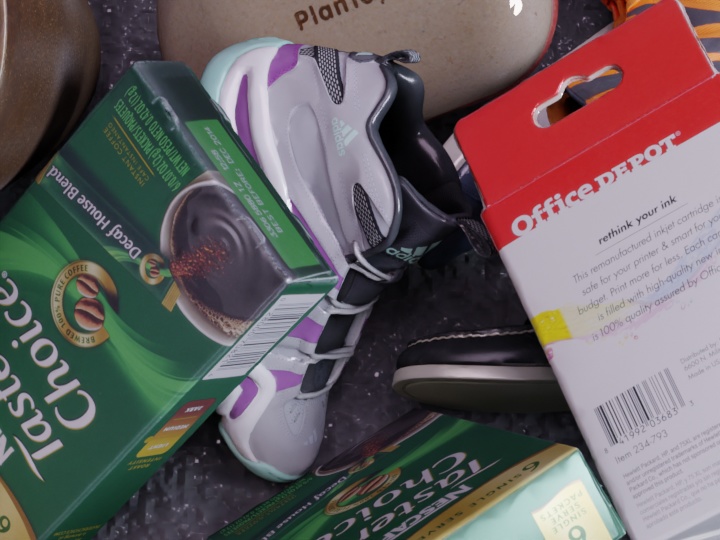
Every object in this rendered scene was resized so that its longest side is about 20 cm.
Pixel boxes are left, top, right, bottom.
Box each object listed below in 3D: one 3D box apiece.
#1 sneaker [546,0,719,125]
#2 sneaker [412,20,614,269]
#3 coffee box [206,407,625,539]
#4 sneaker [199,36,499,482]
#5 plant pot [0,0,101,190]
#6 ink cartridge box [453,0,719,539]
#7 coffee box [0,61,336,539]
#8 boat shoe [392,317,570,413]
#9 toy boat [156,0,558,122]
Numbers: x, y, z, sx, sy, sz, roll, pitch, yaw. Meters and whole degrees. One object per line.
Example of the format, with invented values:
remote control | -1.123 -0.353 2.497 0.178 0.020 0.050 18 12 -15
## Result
sneaker | 0.125 -0.110 0.941 0.111 0.078 0.201 -24 51 -8
sneaker | 0.110 -0.052 0.987 0.199 0.075 0.085 -38 68 -15
coffee box | 0.016 0.110 0.854 0.122 0.200 0.044 -31 100 -13
sneaker | 0.000 0.000 0.906 0.139 0.078 0.202 3 105 29
plant pot | -0.197 -0.102 0.926 0.185 0.200 0.189 1 93 17
ink cartridge box | 0.128 0.005 0.836 0.116 0.067 0.201 -29 64 14
coffee box | -0.113 0.023 0.900 0.200 0.044 0.123 -44 71 26
boat shoe | 0.111 0.027 0.951 0.197 0.075 0.067 -2 76 -5
toy boat | 0.003 -0.132 0.999 0.198 0.131 0.132 -19 95 19
